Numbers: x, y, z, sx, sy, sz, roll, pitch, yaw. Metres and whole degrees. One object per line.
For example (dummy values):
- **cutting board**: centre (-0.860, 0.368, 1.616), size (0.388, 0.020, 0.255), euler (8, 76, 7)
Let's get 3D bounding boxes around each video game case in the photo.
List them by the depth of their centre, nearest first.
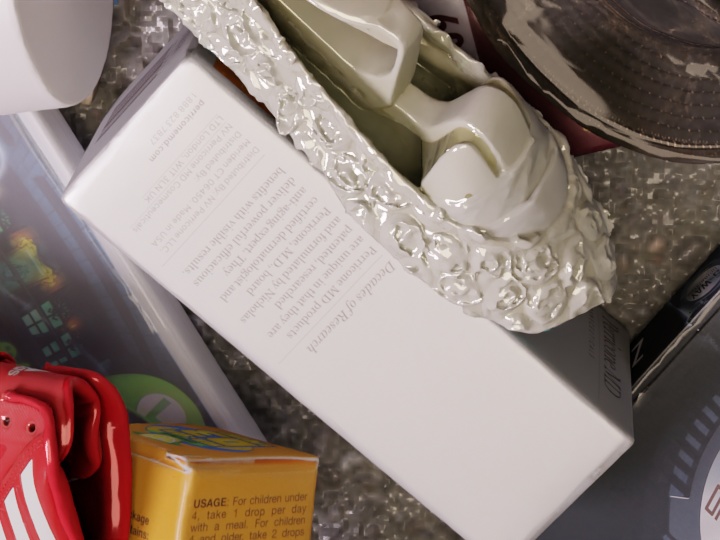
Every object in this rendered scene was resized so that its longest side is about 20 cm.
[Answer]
- **video game case**: centre (-0.147, 0.046, 0.996), size (0.182, 0.023, 0.200), euler (-26, 107, 19)

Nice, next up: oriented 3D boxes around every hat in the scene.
- **hat**: centre (0.109, -0.122, 0.823), size (0.200, 0.081, 0.201), euler (1, 107, 4)

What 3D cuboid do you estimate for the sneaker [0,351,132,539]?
- **sneaker**: centre (-0.144, 0.029, 0.915), size (0.115, 0.078, 0.200), euler (-29, 98, 34)

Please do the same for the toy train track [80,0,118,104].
- **toy train track**: centre (-0.083, -0.153, 0.920), size (0.114, 0.033, 0.200), euler (14, 119, -1)

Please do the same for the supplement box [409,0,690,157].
- **supplement box**: centre (0.109, -0.106, 0.903), size (0.200, 0.061, 0.109), euler (-14, 108, 9)

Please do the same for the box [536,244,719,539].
- **box**: centre (0.165, 0.105, 0.988), size (0.200, 0.044, 0.160), euler (38, 110, -10)

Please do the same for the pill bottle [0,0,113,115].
- **pill bottle**: centre (-0.192, -0.095, 0.893), size (0.200, 0.113, 0.114), euler (-3, 111, 16)

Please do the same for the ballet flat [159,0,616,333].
- **ballet flat**: centre (0.012, -0.055, 0.855), size (0.200, 0.072, 0.072), euler (41, 109, -8)

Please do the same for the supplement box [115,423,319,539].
- **supplement box**: centre (-0.064, 0.157, 0.939), size (0.069, 0.066, 0.201), euler (-1, 99, -40)

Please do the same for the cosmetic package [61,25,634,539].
- **cosmetic package**: centre (0.000, 0.000, 0.932), size (0.200, 0.101, 0.071), euler (41, 108, -11)
